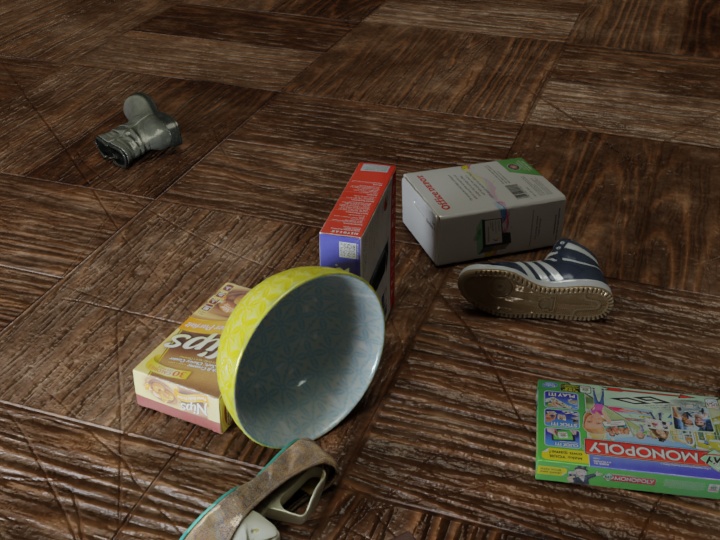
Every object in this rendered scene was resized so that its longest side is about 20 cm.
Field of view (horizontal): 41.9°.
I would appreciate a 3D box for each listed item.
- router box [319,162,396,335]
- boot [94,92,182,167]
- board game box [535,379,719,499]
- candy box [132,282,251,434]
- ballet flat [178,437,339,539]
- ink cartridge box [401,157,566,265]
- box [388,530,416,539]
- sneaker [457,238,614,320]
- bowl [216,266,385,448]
[{"bbox_3d":[0.000,0.000,1.126,0.049,0.201,0.180,8,34,12],"label":"router box"},{"bbox_3d":[-0.414,-0.252,1.665,0.130,0.068,0.200,-25,38,-26],"label":"boot"},{"bbox_3d":[0.288,0.177,1.000,0.199,0.029,0.135,5,31,8],"label":"board game box"},{"bbox_3d":[-0.159,0.097,1.104,0.115,0.055,0.200,15,34,21],"label":"candy box"},{"bbox_3d":[-0.089,0.227,0.888,0.067,0.068,0.200,27,42,25],"label":"ballet flat"},{"bbox_3d":[0.176,-0.090,1.377,0.199,0.084,0.145,-10,33,-16],"label":"ink cartridge box"},{"bbox_3d":[-0.016,0.302,0.759,0.200,0.075,0.100,-20,37,-26],"label":"box"},{"bbox_3d":[0.226,0.006,1.235,0.199,0.070,0.109,8,37,0],"label":"sneaker"},{"bbox_3d":[-0.081,0.076,1.005,0.200,0.201,0.108,-23,36,-33],"label":"bowl"}]
